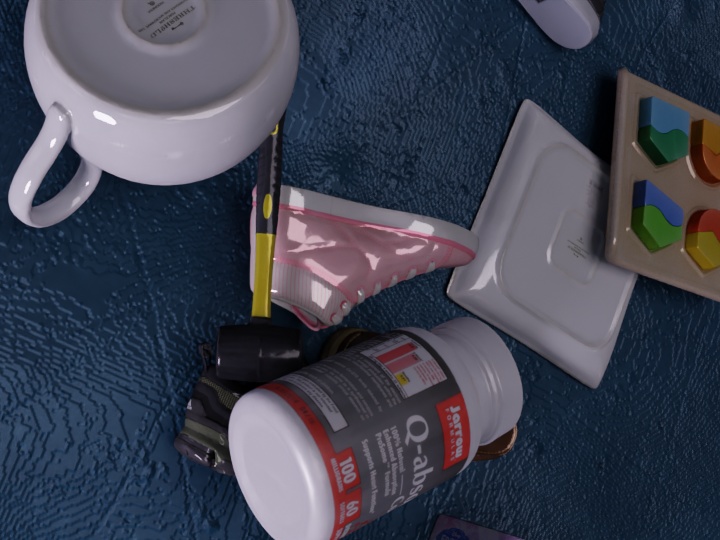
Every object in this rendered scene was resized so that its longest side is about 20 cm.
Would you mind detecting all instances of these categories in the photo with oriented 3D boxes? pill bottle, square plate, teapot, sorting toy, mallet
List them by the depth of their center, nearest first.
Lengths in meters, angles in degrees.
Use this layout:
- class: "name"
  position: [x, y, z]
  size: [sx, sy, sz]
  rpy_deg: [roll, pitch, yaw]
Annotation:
- class: "teapot"
  position: [-0.138, -0.132, 0.807]
  size: [0.196, 0.147, 0.200]
  rpy_deg: [0, 64, -10]
- class: "pill bottle"
  position: [0.015, 0.109, 0.834]
  size: [0.198, 0.115, 0.118]
  rpy_deg: [-21, 101, -33]
- class: "mallet"
  position: [-0.060, -0.017, 0.852]
  size: [0.065, 0.041, 0.204]
  rpy_deg: [10, 87, -4]
- class: "square plate"
  position: [0.189, -0.022, 1.067]
  size: [0.199, 0.028, 0.201]
  rpy_deg: [31, 75, -28]
- class: "sorting toy"
  position: [0.307, -0.078, 1.110]
  size: [0.198, 0.036, 0.188]
  rpy_deg: [18, 72, -36]

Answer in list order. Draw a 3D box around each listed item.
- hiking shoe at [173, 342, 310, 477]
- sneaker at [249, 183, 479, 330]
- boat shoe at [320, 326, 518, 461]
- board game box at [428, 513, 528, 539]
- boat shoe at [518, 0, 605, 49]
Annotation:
- class: "hiking shoe"
  position: [-0.040, 0.115, 0.900]
  size: [0.198, 0.075, 0.102]
  rpy_deg: [15, 86, -29]
- class: "sneaker"
  position: [0.000, 0.000, 0.926]
  size: [0.197, 0.075, 0.107]
  rpy_deg: [11, 85, -26]
- class: "boat shoe"
  position: [0.059, 0.110, 0.965]
  size: [0.199, 0.067, 0.073]
  rpy_deg: [30, 75, -28]
- class: "board game box"
  position: [0.184, 0.272, 0.965]
  size: [0.199, 0.199, 0.042]
  rpy_deg: [32, 74, -28]
- class: "boat shoe"
  position: [0.155, -0.287, 1.024]
  size: [0.200, 0.069, 0.067]
  rpy_deg: [43, 62, -24]
